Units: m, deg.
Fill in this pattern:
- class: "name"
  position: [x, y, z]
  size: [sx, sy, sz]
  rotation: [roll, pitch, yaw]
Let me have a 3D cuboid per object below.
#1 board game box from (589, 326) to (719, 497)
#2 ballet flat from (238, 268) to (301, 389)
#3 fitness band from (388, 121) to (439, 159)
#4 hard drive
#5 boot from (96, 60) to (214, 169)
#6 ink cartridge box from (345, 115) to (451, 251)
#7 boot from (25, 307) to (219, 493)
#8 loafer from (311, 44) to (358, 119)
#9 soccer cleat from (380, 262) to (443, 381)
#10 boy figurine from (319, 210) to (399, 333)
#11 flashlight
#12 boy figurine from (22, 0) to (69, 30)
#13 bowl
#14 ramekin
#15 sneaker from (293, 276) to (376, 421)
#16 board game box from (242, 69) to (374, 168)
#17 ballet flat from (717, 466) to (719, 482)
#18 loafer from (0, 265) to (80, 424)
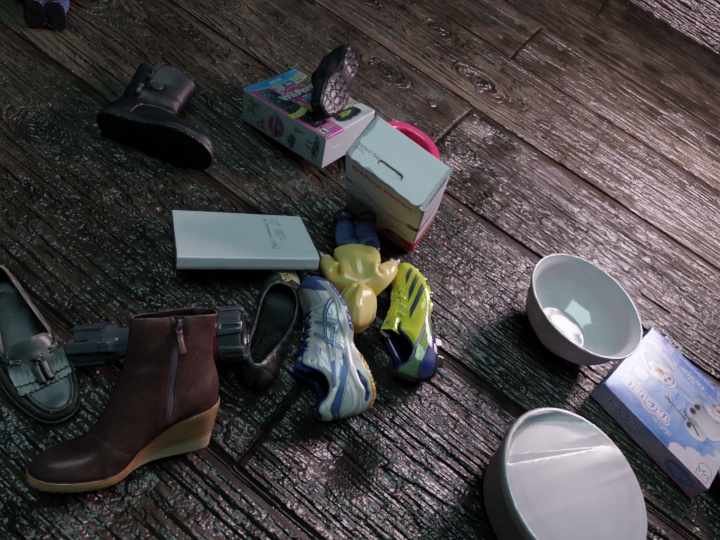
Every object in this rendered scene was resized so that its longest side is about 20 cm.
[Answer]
- class: "board game box"
  position: [0.499, 0.217, 0.924]
  size: [0.198, 0.044, 0.200]
  rotation: [-29, 68, -36]
- class: "ballet flat"
  position: [-0.114, 0.067, 0.776]
  size: [0.065, 0.057, 0.202]
  rotation: [17, 48, -10]
- class: "fitness band"
  position: [0.072, -0.215, 1.106]
  size: [0.143, 0.038, 0.200]
  rotation: [37, 49, 5]
- class: "hard drive"
  position: [-0.171, -0.044, 0.840]
  size: [0.196, 0.027, 0.132]
  rotation: [1, 33, -23]
- class: "boot"
  position: [-0.310, -0.266, 0.953]
  size: [0.197, 0.077, 0.170]
  rotation: [18, 51, 0]
- class: "ink cartridge box"
  position: [0.054, -0.129, 0.905]
  size: [0.144, 0.200, 0.084]
  rotation: [37, 77, 8]
- class: "boot"
  position: [-0.242, 0.127, 0.599]
  size: [0.198, 0.170, 0.072]
  rotation: [-7, 19, -39]
- class: "loafer"
  position: [-0.056, -0.333, 1.023]
  size: [0.068, 0.069, 0.203]
  rotation: [55, 35, -37]
- class: "soccer cleat"
  position: [0.066, 0.067, 0.847]
  size: [0.082, 0.065, 0.203]
  rotation: [7, 51, -21]
- class: "boy figurine"
  position: [0.000, 0.000, 0.864]
  size: [0.122, 0.065, 0.203]
  rotation: [0, 54, -6]
- class: "flashlight"
  position: [-0.235, 0.082, 0.686]
  size: [0.196, 0.068, 0.069]
  rotation: [-4, 43, -3]
- class: "boy figurine"
  position: [-0.578, -0.531, 1.068]
  size: [0.122, 0.065, 0.203]
  rotation: [-2, 57, -21]
- class: "bowl"
  position: [0.348, 0.079, 0.942]
  size: [0.198, 0.091, 0.204]
  rotation: [12, 48, -14]
- class: "ramekin"
  position: [0.247, 0.287, 0.725]
  size: [0.199, 0.095, 0.205]
  rotation: [11, 50, -14]
- class: "sneaker"
  position: [-0.053, 0.099, 0.759]
  size: [0.087, 0.076, 0.202]
  rotation: [-13, 63, -27]
- class: "board game box"
  position: [-0.096, -0.283, 1.046]
  size: [0.198, 0.065, 0.147]
  rotation: [32, 46, 21]
- class: "ballet flat"
  position: [0.613, 0.298, 0.897]
  size: [0.198, 0.070, 0.070]
  rotation: [-25, 64, -35]
- class: "loafer"
  position: [-0.382, 0.080, 0.647]
  size: [0.071, 0.063, 0.201]
  rotation: [-25, 66, -36]
